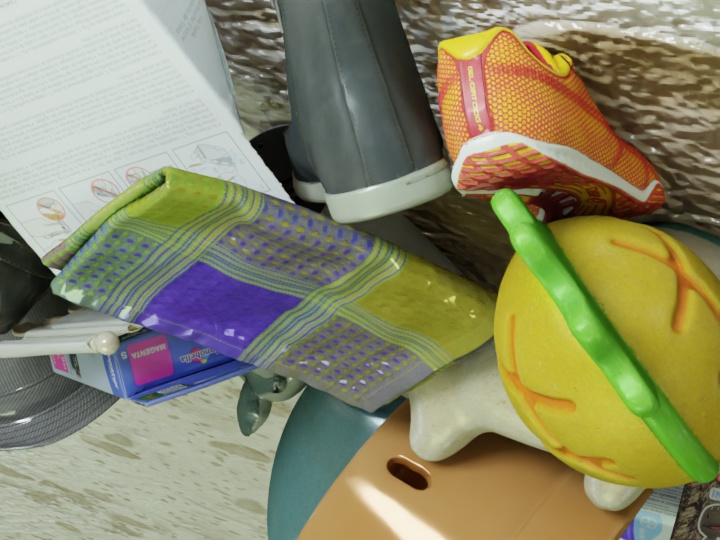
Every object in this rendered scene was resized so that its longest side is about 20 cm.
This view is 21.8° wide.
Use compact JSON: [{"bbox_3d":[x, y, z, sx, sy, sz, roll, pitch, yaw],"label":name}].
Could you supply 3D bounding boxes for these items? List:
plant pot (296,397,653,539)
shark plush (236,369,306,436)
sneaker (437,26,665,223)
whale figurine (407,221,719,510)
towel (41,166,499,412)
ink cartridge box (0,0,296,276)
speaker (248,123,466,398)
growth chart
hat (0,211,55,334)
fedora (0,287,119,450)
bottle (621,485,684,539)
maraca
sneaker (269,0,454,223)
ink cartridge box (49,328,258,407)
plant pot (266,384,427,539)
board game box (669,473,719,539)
[{"bbox_3d":[0.052,0.161,1.059,0.140,0.200,0.200,37,164,13],"label":"plant pot"},{"bbox_3d":[-0.066,0.047,1.253,0.083,0.091,0.200,50,170,4],"label":"shark plush"},{"bbox_3d":[0.092,-0.062,0.847,0.073,0.078,0.200,-11,166,18],"label":"sneaker"},{"bbox_3d":[0.118,0.044,0.975,0.199,0.160,0.104,-12,-169,19],"label":"whale figurine"},{"bbox_3d":[-0.039,0.013,0.902,0.199,0.023,0.143,24,148,-27],"label":"towel"},{"bbox_3d":[-0.128,-0.081,0.882,0.162,0.057,0.200,-15,132,34],"label":"ink cartridge box"},{"bbox_3d":[0.000,0.000,1.052,0.081,0.082,0.200,4,156,35],"label":"speaker"},{"bbox_3d":[-0.120,0.018,1.133,0.199,0.018,0.144,-21,-169,-36],"label":"growth chart"},{"bbox_3d":[-0.236,-0.014,1.121,0.200,0.081,0.201,30,-178,-1],"label":"hat"},{"bbox_3d":[-0.252,0.037,1.305,0.199,0.177,0.091,17,135,43],"label":"fedora"},{"bbox_3d":[0.269,0.172,1.290,0.199,0.066,0.084,13,159,15],"label":"bottle"},{"bbox_3d":[0.109,0.030,0.815,0.137,0.107,0.200,54,-173,25],"label":"maraca"},{"bbox_3d":[-0.003,-0.089,0.859,0.074,0.107,0.200,-16,-171,-6],"label":"sneaker"},{"bbox_3d":[-0.116,0.041,1.170,0.119,0.042,0.200,-18,-168,-22],"label":"ink cartridge box"},{"bbox_3d":[0.031,0.117,1.217,0.199,0.200,0.135,10,129,21],"label":"plant pot"},{"bbox_3d":[0.242,0.178,1.130,0.096,0.201,0.160,13,159,18],"label":"board game box"}]
